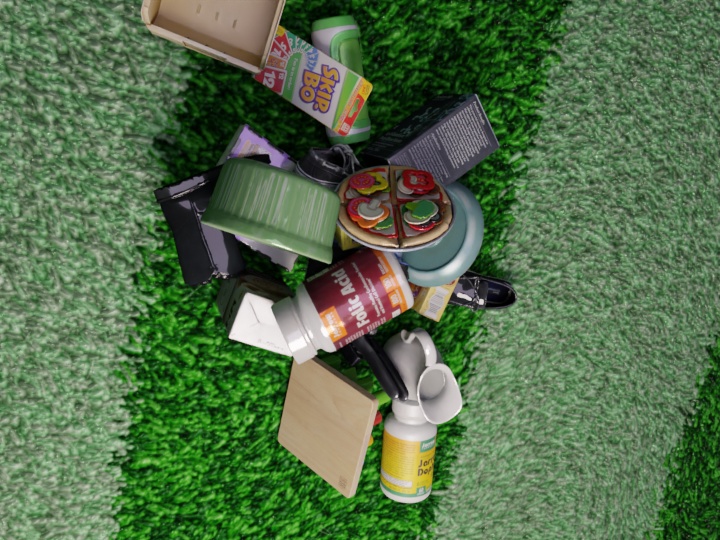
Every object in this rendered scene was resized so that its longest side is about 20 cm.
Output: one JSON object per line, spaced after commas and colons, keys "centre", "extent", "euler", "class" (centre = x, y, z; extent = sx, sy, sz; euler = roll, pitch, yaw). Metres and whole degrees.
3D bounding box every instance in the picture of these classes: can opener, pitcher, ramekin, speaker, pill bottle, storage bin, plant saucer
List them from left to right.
{"centre": [-0.214, -0.438, 0.982], "extent": [0.195, 0.094, 0.204], "euler": [18, 97, -14], "class": "storage bin"}
{"centre": [-0.122, -0.086, 0.912], "extent": [0.196, 0.199, 0.100], "euler": [18, 89, -23], "class": "ramekin"}
{"centre": [-0.033, -0.326, 1.098], "extent": [0.086, 0.088, 0.206], "euler": [-13, 107, -16], "class": "speaker"}
{"centre": [-0.028, 0.049, 0.955], "extent": [0.197, 0.114, 0.116], "euler": [-29, 111, -6], "class": "pill bottle"}
{"centre": [0.030, 0.169, 1.191], "extent": [0.062, 0.200, 0.080], "euler": [6, 120, -43], "class": "can opener"}
{"centre": [0.099, 0.354, 1.299], "extent": [0.110, 0.113, 0.206], "euler": [-1, 103, -19], "class": "pill bottle"}
{"centre": [0.105, 0.170, 1.208], "extent": [0.118, 0.200, 0.176], "euler": [-17, 108, -14], "class": "pitcher"}
{"centre": [0.130, -0.073, 1.168], "extent": [0.027, 0.198, 0.204], "euler": [17, 99, -57], "class": "plant saucer"}

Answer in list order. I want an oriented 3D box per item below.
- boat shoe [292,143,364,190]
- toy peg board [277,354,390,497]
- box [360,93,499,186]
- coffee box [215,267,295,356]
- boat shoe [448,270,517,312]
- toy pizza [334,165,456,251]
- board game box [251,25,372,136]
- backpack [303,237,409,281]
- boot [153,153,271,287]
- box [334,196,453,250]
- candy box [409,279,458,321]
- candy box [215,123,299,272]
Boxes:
{"centre": [-0.038, -0.181, 1.089], "extent": [0.197, 0.074, 0.069], "euler": [-4, 138, -55], "class": "boat shoe"}
{"centre": [-0.042, 0.273, 1.199], "extent": [0.097, 0.197, 0.204], "euler": [-10, 120, -49], "class": "toy peg board"}
{"centre": [0.122, -0.218, 1.146], "extent": [0.198, 0.148, 0.108], "euler": [-36, 113, -8], "class": "box"}
{"centre": [-0.172, 0.061, 1.079], "extent": [0.112, 0.200, 0.082], "euler": [21, 97, -24], "class": "coffee box"}
{"centre": [0.234, 0.043, 1.300], "extent": [0.194, 0.062, 0.077], "euler": [6, 103, -20], "class": "boat shoe"}
{"centre": [0.051, -0.107, 0.975], "extent": [0.195, 0.202, 0.032], "euler": [-13, 138, -16], "class": "toy pizza"}
{"centre": [-0.081, -0.312, 1.047], "extent": [0.198, 0.030, 0.097], "euler": [34, 102, 12], "class": "board game box"}
{"centre": [0.000, 0.000, 1.123], "extent": [0.178, 0.200, 0.151], "euler": [14, 81, 2], "class": "backpack"}
{"centre": [-0.213, -0.079, 1.019], "extent": [0.196, 0.076, 0.172], "euler": [-22, 107, -9], "class": "boot"}
{"centre": [0.048, -0.091, 1.025], "extent": [0.195, 0.076, 0.051], "euler": [-14, 126, -15], "class": "box"}
{"centre": [0.147, -0.019, 1.221], "extent": [0.055, 0.116, 0.204], "euler": [21, 96, -27], "class": "candy box"}
{"centre": [-0.165, -0.124, 1.106], "extent": [0.198, 0.071, 0.170], "euler": [33, 91, -23], "class": "candy box"}
